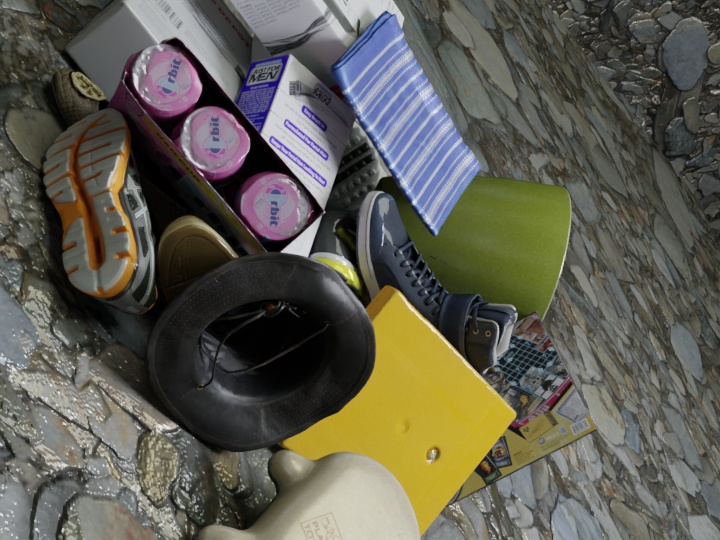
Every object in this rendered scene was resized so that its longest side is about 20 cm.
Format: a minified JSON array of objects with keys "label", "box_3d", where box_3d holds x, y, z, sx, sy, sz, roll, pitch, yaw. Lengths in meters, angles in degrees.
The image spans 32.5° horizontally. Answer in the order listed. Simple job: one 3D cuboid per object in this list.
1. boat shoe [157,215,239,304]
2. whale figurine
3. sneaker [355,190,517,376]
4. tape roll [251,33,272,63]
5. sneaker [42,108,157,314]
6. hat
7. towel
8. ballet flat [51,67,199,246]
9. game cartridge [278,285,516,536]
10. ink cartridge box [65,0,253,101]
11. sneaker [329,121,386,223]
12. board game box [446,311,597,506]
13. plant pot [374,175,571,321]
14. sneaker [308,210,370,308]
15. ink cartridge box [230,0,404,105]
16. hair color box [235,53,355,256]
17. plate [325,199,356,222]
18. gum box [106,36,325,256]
[{"label":"boat shoe","box_3d":[-0.124,0.020,1.074,0.067,0.073,0.201,-114,-179,-46]},{"label":"whale figurine","box_3d":[-0.047,0.227,0.998,0.199,0.104,0.160,-12,71,-40]},{"label":"sneaker","box_3d":[0.078,0.015,1.217,0.077,0.145,0.204,-37,119,-57]},{"label":"tape roll","box_3d":[-0.077,-0.188,1.365,0.203,0.037,0.205,-4,90,-80]},{"label":"sneaker","box_3d":[-0.209,-0.049,1.018,0.077,0.078,0.201,54,21,-53]},{"label":"hat","box_3d":[-0.088,0.050,1.014,0.200,0.200,0.081,39,14,-38]},{"label":"towel","box_3d":[0.050,-0.152,1.251,0.201,0.024,0.145,57,37,-17]},{"label":"ballet flat","box_3d":[-0.204,-0.101,1.109,0.201,0.046,0.067,56,23,-8]},{"label":"game cartridge","box_3d":[0.033,0.142,1.157,0.200,0.177,0.032,46,-10,-28]},{"label":"ink cartridge box","box_3d":[-0.190,-0.219,1.230,0.145,0.084,0.201,51,24,-19]},{"label":"sneaker","box_3d":[-0.003,-0.106,1.422,0.201,0.075,0.081,60,9,-35]},{"label":"board game box","box_3d":[0.124,0.149,1.272,0.136,0.199,0.035,64,5,12]},{"label":"plant pot","box_3d":[0.104,-0.031,1.359,0.198,0.188,0.188,17,35,-7]},{"label":"sneaker","box_3d":[0.000,0.000,1.289,0.200,0.074,0.085,48,48,-65]},{"label":"ink cartridge box","box_3d":[-0.044,-0.276,1.272,0.200,0.082,0.148,50,37,-38]},{"label":"hair color box","box_3d":[-0.085,-0.096,1.210,0.109,0.064,0.202,37,64,-41]},{"label":"plate","box_3d":[0.012,-0.001,1.447,0.200,0.025,0.201,43,29,-31]},{"label":"gum box","box_3d":[-0.130,-0.101,1.054,0.200,0.066,0.113,50,-16,-9]}]
